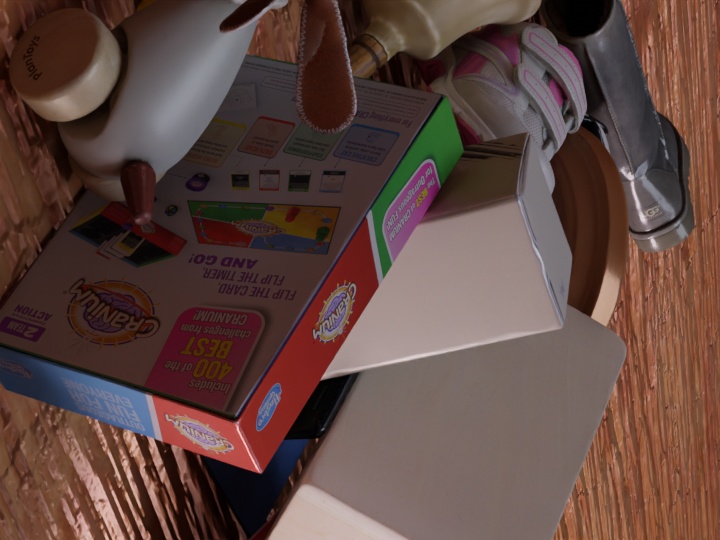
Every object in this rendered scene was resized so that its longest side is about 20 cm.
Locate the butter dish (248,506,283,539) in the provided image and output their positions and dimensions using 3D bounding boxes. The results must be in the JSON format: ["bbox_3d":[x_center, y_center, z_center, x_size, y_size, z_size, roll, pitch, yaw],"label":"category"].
[{"bbox_3d":[-0.031,0.245,1.192,0.199,0.147,0.201,-41,157,-49],"label":"butter dish"}]

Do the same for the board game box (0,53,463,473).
[{"bbox_3d":[-0.064,-0.013,0.986,0.200,0.152,0.040,-57,145,-28],"label":"board game box"}]

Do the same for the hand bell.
[{"bbox_3d":[0.001,-0.115,1.158,0.200,0.104,0.104,-47,147,-22],"label":"hand bell"}]

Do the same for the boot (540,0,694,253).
[{"bbox_3d":[0.177,-0.132,1.502,0.200,0.072,0.182,57,10,-30],"label":"boot"}]

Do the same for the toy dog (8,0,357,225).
[{"bbox_3d":[-0.060,-0.091,0.931,0.200,0.097,0.132,-43,145,21],"label":"toy dog"}]

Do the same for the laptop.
[{"bbox_3d":[-0.003,0.049,1.203,0.116,0.200,0.188,42,63,-26],"label":"laptop"}]

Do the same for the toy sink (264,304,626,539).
[{"bbox_3d":[0.043,0.105,1.148,0.200,0.130,0.112,-62,-179,-43],"label":"toy sink"}]

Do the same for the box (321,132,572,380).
[{"bbox_3d":[0.000,0.000,1.050,0.069,0.199,0.083,-75,149,-57],"label":"box"}]

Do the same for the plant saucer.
[{"bbox_3d":[0.082,0.000,1.268,0.032,0.200,0.201,19,89,-35],"label":"plant saucer"}]

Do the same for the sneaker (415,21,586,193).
[{"bbox_3d":[0.088,-0.099,1.210,0.200,0.088,0.082,-106,172,-61],"label":"sneaker"}]

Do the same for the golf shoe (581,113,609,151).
[{"bbox_3d":[0.129,-0.072,1.416,0.200,0.094,0.078,10,96,-66],"label":"golf shoe"}]

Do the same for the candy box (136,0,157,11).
[{"bbox_3d":[-0.023,-0.175,1.054,0.102,0.026,0.200,-43,175,36],"label":"candy box"}]
